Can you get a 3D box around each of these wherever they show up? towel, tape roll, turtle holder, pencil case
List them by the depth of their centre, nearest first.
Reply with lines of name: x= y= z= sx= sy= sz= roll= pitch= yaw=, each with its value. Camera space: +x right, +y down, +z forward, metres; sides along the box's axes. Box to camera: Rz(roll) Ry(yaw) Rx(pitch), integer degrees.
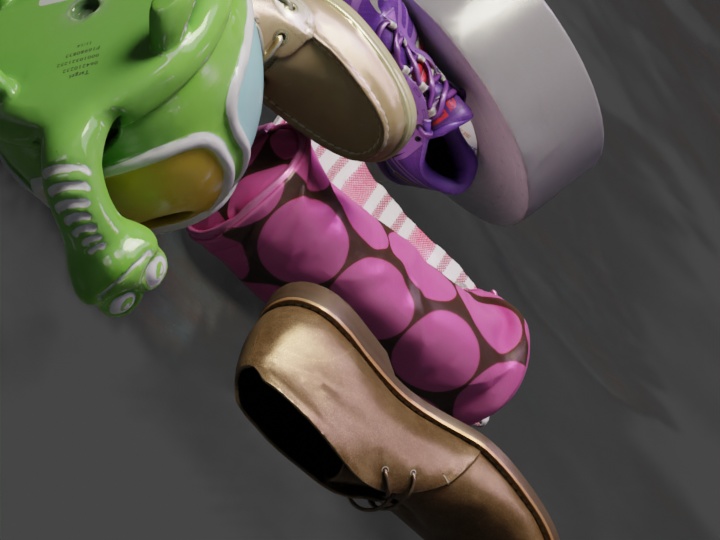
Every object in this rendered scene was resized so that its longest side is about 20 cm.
turtle holder: x=-0.102 y=-0.078 z=1.227 sx=0.186 sy=0.141 sz=0.132 roll=53 pitch=-7 yaw=49
pencil case: x=0.000 y=0.000 z=1.410 sx=0.200 sy=0.091 sz=0.094 roll=41 pitch=51 yaw=-31
towel: x=0.016 y=-0.008 z=1.554 sx=0.200 sy=0.030 sz=0.146 roll=47 pitch=19 yaw=-12
tape roll: x=0.064 y=-0.128 z=1.686 sx=0.200 sy=0.066 sz=0.201 roll=46 pitch=-19 yaw=20

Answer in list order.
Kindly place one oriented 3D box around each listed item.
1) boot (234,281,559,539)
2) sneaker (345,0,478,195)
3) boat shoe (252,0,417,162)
boot: x=0.015 y=0.100 z=1.304 sx=0.200 sy=0.074 sz=0.076 roll=44 pitch=37 yaw=-10
sneaker: x=0.026 y=-0.119 z=1.600 sx=0.083 sy=0.081 sz=0.200 roll=22 pitch=-22 yaw=34
boat shoe: x=-0.060 y=-0.121 z=1.325 sx=0.200 sy=0.072 sz=0.065 roll=44 pitch=36 yaw=-1
